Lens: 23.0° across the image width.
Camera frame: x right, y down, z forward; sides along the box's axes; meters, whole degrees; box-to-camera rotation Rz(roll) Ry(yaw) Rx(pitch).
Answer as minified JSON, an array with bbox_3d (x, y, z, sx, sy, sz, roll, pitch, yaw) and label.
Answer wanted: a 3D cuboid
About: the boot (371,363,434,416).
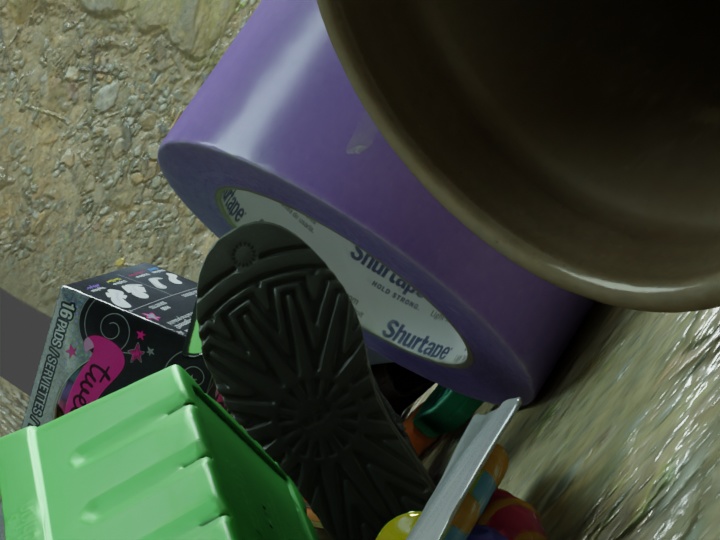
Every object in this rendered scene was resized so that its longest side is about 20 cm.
[{"bbox_3d":[0.016,0.074,1.077,0.166,0.073,0.200,-29,-4,35],"label":"boot"}]

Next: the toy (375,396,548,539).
[{"bbox_3d":[0.029,0.102,0.574,0.115,0.047,0.200,-59,-1,-5],"label":"toy"}]

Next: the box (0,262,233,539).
[{"bbox_3d":[-0.140,0.113,1.116,0.132,0.114,0.201,-23,-48,-72],"label":"box"}]

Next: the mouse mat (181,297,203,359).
[{"bbox_3d":[0.000,0.000,0.979,0.199,0.008,0.161,-18,13,4],"label":"mouse mat"}]

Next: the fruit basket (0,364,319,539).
[{"bbox_3d":[-0.106,0.171,0.754,0.215,0.156,0.216,-31,31,21],"label":"fruit basket"}]

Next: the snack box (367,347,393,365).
[{"bbox_3d":[0.018,0.005,1.032,0.116,0.037,0.200,-10,16,30],"label":"snack box"}]

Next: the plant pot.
[{"bbox_3d":[0.110,-0.114,0.549,0.174,0.200,0.200,-35,-9,-32],"label":"plant pot"}]

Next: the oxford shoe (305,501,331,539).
[{"bbox_3d":[-0.041,0.167,1.049,0.200,0.071,0.073,140,138,-74],"label":"oxford shoe"}]

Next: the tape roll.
[{"bbox_3d":[0.014,-0.029,0.787,0.085,0.200,0.200,-56,3,-12],"label":"tape roll"}]

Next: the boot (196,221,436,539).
[{"bbox_3d":[-0.018,0.056,0.839,0.072,0.182,0.200,-23,7,3],"label":"boot"}]

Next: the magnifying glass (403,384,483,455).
[{"bbox_3d":[0.045,0.070,0.944,0.080,0.022,0.200,-54,-1,-36],"label":"magnifying glass"}]
